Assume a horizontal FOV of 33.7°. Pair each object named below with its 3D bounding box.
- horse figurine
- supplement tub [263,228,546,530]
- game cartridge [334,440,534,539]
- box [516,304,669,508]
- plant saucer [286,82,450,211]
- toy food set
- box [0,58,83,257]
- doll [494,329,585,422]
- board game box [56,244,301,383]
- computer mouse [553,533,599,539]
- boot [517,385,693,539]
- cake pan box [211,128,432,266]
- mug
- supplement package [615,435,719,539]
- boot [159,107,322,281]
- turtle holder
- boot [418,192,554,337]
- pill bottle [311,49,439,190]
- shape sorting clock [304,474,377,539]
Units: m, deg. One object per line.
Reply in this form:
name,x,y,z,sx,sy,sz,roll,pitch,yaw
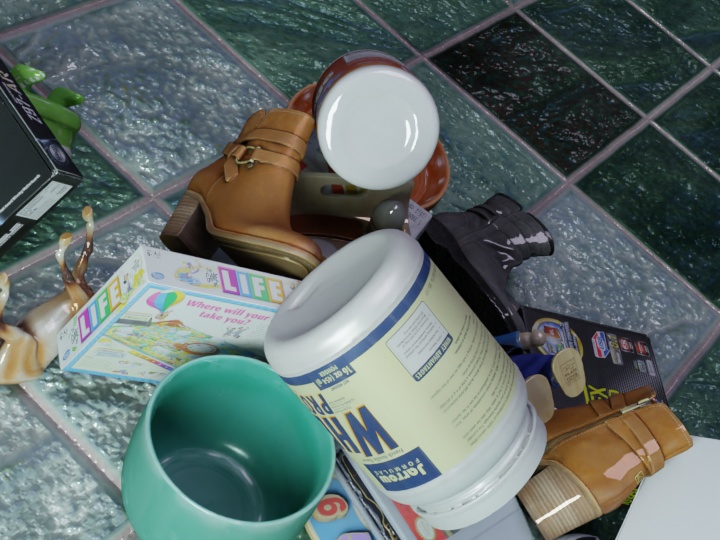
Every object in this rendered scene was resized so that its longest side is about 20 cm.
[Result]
horse figurine,-0.260,0.039,0.963,0.050,0.134,0.200,25,43,31
supplement tub,0.037,0.085,0.910,0.200,0.144,0.145,50,39,-17
game cartridge,0.057,0.180,1.003,0.133,0.041,0.201,-20,69,-44
box,0.235,0.139,1.195,0.159,0.044,0.201,14,45,-19
plant saucer,0.005,-0.132,1.327,0.199,0.032,0.201,16,45,-16
toy food set,0.000,0.000,1.098,0.142,0.061,0.202,1,59,-20
box,-0.339,-0.071,0.944,0.161,0.200,0.043,53,10,13
doll,0.121,0.091,1.091,0.136,0.199,0.049,-35,108,-24
board game box,-0.125,0.048,0.967,0.199,0.134,0.034,14,48,-41
computer mouse,0.145,0.277,0.983,0.044,0.110,0.200,41,34,3
boot,0.193,0.142,1.068,0.154,0.074,0.200,-32,36,0
cake pan box,-0.049,-0.041,1.175,0.199,0.052,0.184,37,55,5
mug,-0.096,0.157,0.934,0.184,0.115,0.153,-11,56,-38
supplement package,0.299,0.254,0.980,0.201,0.155,0.111,-56,131,-29
boot,-0.075,-0.068,1.047,0.077,0.199,0.156,47,67,-34
turtle holder,-0.343,-0.123,1.034,0.184,0.133,0.141,19,-1,-11
boot,0.149,-0.007,1.226,0.131,0.070,0.201,-17,51,-21
pill bottle,0.009,-0.151,1.144,0.111,0.113,0.200,22,13,-10
shape sorting clock,0.040,0.196,1.032,0.198,0.039,0.201,16,44,-16
